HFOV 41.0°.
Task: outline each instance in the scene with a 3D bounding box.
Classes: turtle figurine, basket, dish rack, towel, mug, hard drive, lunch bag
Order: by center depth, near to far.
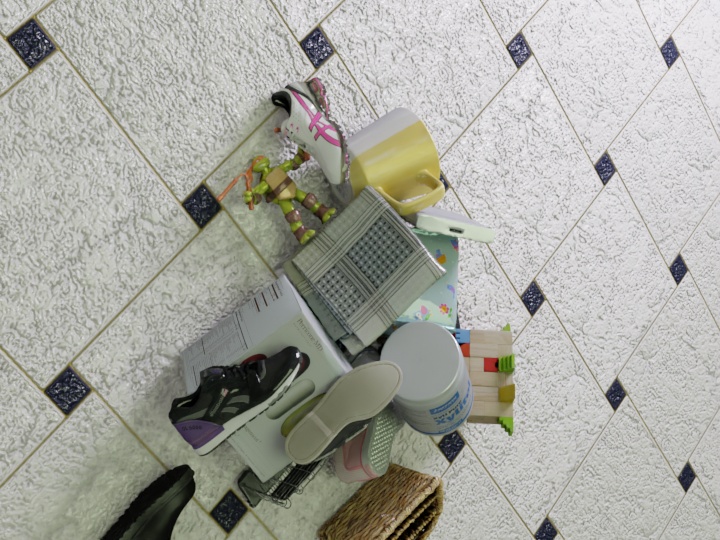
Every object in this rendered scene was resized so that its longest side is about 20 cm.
[{"bbox_3d":[-0.101,0.296,1.464,0.055,0.199,0.154,48,66,-18],"label":"dish rack"},{"bbox_3d":[0.000,0.000,1.471,0.200,0.035,0.193,-42,75,6],"label":"towel"},{"bbox_3d":[-0.126,-0.119,1.502,0.162,0.064,0.200,48,53,-6],"label":"turtle figurine"},{"bbox_3d":[0.053,0.018,1.555,0.197,0.122,0.173,12,68,-15],"label":"lunch bag"},{"bbox_3d":[0.036,-0.170,1.559,0.152,0.186,0.152,-25,104,-23],"label":"mug"},{"bbox_3d":[0.132,-0.082,1.591,0.130,0.200,0.027,11,98,-12],"label":"hard drive"},{"bbox_3d":[0.056,0.444,1.613,0.199,0.148,0.144,-39,113,-29],"label":"basket"}]

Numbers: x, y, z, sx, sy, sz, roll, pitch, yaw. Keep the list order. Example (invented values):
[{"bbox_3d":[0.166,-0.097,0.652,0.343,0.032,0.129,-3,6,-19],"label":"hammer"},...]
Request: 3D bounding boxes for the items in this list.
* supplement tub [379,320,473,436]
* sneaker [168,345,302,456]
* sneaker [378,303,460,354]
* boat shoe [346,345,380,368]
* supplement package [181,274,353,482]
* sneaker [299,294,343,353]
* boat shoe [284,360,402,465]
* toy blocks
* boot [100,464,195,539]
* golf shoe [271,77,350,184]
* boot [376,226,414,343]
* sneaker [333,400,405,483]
[{"bbox_3d":[0.108,0.175,1.525,0.133,0.130,0.200,-63,159,-16],"label":"supplement tub"},{"bbox_3d":[-0.171,0.158,1.296,0.199,0.076,0.088,-40,108,1],"label":"sneaker"},{"bbox_3d":[0.110,0.136,1.688,0.199,0.075,0.092,-35,121,-25],"label":"sneaker"},{"bbox_3d":[-0.016,0.220,1.546,0.070,0.070,0.202,17,112,-32],"label":"boat shoe"},{"bbox_3d":[-0.128,0.158,1.426,0.199,0.147,0.192,-36,115,0],"label":"supplement package"},{"bbox_3d":[-0.061,0.135,1.555,0.073,0.081,0.202,-37,114,-30],"label":"sneaker"},{"bbox_3d":[-0.022,0.203,1.371,0.199,0.063,0.073,-39,70,-5],"label":"boat shoe"},{"bbox_3d":[0.192,0.181,1.656,0.134,0.100,0.203,3,66,2],"label":"toy blocks"},{"bbox_3d":[-0.282,0.406,1.405,0.211,0.079,0.158,-47,110,-13],"label":"boot"},{"bbox_3d":[-0.075,-0.209,1.494,0.091,0.073,0.202,-15,59,-13],"label":"golf shoe"},{"bbox_3d":[0.069,0.018,1.660,0.201,0.070,0.145,-39,107,-32],"label":"boot"},{"bbox_3d":[0.011,0.277,1.628,0.075,0.104,0.201,46,37,-18],"label":"sneaker"}]
